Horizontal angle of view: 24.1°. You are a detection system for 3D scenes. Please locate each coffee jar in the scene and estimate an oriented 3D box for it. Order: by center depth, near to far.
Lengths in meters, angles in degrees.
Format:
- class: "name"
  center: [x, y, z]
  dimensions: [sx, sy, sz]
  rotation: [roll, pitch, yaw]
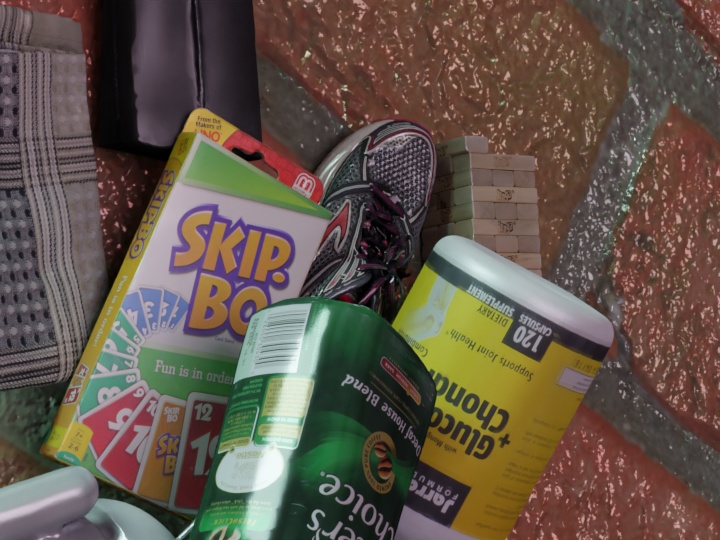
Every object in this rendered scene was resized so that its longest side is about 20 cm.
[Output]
- class: "coffee jar"
  center: [-0.030, 0.120, 0.805]
  dimensions: [0.104, 0.085, 0.201]
  rotation: [49, 46, -42]

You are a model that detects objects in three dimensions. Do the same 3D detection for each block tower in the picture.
- class: "block tower"
  center: [0.075, 0.022, 1.026]
  dimensions: [0.058, 0.054, 0.202]
  rotation: [0, 83, -35]

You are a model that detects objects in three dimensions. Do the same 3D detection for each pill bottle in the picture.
- class: "pill bottle"
  center: [0.048, 0.091, 0.931]
  dimensions: [0.112, 0.112, 0.201]
  rotation: [25, 96, -29]

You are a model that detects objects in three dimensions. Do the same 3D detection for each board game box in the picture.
- class: "board game box"
  center: [-0.085, 0.022, 0.888]
  dimensions: [0.095, 0.030, 0.201]
  rotation: [30, 73, -31]

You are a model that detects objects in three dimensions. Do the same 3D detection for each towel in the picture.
- class: "towel"
  center: [-0.190, -0.040, 0.827]
  dimensions: [0.192, 0.034, 0.201]
  rotation: [-2, 83, -55]

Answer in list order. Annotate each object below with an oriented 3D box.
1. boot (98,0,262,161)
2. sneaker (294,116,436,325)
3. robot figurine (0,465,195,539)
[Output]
- class: "boot"
  center: [-0.066, -0.158, 0.947]
  dimensions: [0.164, 0.066, 0.201]
  rotation: [1, 79, -26]
- class: "sneaker"
  center: [0.000, 0.000, 0.965]
  dimensions: [0.080, 0.075, 0.201]
  rotation: [36, 64, -25]
- class: "robot figurine"
  center: [-0.158, 0.175, 0.804]
  dimensions: [0.199, 0.113, 0.171]
  rotation: [-11, 120, -35]
